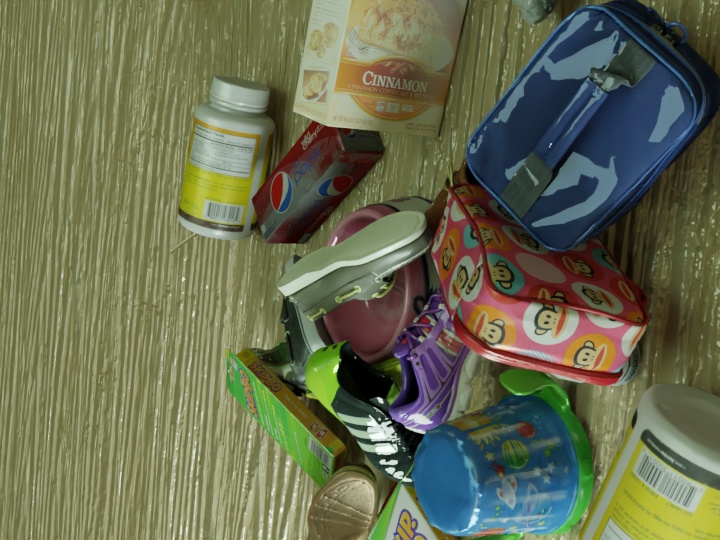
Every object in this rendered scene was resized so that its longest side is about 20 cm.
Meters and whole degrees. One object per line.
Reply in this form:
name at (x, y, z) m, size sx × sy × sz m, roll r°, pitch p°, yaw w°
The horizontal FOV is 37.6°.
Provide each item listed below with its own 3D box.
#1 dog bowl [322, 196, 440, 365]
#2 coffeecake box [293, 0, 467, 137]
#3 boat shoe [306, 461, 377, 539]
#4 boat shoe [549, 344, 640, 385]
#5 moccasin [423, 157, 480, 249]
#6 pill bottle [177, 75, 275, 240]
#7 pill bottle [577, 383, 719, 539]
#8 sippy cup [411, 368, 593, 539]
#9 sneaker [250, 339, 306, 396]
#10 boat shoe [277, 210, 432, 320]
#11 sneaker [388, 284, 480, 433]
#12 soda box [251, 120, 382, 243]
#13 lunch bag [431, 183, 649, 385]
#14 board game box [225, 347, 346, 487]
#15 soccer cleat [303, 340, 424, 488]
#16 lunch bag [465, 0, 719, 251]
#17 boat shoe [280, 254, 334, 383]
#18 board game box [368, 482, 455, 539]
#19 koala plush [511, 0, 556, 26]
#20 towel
dog bowl at (0.028, 0.018, 1.158) m, size 0.199 × 0.073 × 0.204 m, roll -2°, pitch 87°, yaw 53°
coffeecake box at (0.026, -0.250, 1.097) m, size 0.073 × 0.152 × 0.203 m, roll 29°, pitch 112°, yaw 49°
boat shoe at (-0.023, 0.278, 1.220) m, size 0.072 × 0.071 × 0.202 m, roll -72°, pitch -3°, yaw -51°
boat shoe at (0.165, 0.051, 0.979) m, size 0.199 × 0.065 × 0.075 m, roll 20°, pitch 105°, yaw 52°
moccasin at (0.120, -0.085, 1.022) m, size 0.201 × 0.077 × 0.075 m, roll -37°, pitch 59°, yaw 43°
pill bottle at (-0.176, -0.151, 1.405) m, size 0.109 × 0.108 × 0.203 m, roll 32°, pitch 114°, yaw 49°
pill bottle at (0.239, 0.203, 0.837) m, size 0.114 × 0.113 × 0.202 m, roll 43°, pitch 123°, yaw 45°
sippy cup at (0.123, 0.184, 0.975) m, size 0.139 × 0.129 × 0.181 m, roll -14°, pitch 81°, yaw 53°
sneaker at (-0.072, 0.106, 1.317) m, size 0.199 × 0.077 × 0.089 m, roll 6°, pitch 63°, yaw 55°
boat shoe at (0.001, -0.002, 1.085) m, size 0.200 × 0.072 × 0.061 m, roll -23°, pitch 112°, yaw 39°
sneaker at (0.075, 0.060, 1.013) m, size 0.081 × 0.082 × 0.203 m, roll -151°, pitch 73°, yaw -70°
soda box at (-0.055, -0.114, 1.280) m, size 0.200 × 0.063 × 0.071 m, roll -45°, pitch 56°, yaw 43°
lunch bag at (0.157, 0.008, 0.892) m, size 0.201 × 0.174 × 0.083 m, roll -100°, pitch 26°, yaw -60°
board game box at (-0.094, 0.178, 1.284) m, size 0.199 × 0.030 × 0.096 m, roll 39°, pitch 147°, yaw 23°
soccer cleat at (0.025, 0.153, 1.087) m, size 0.200 × 0.068 × 0.081 m, roll 45°, pitch 141°, yaw -12°
lunch bag at (0.191, -0.121, 0.849) m, size 0.136 × 0.132 × 0.201 m, roll 43°, pitch 122°, yaw 10°
boat shoe at (-0.069, 0.054, 1.248) m, size 0.056 × 0.069 × 0.201 m, roll -40°, pitch 33°, yaw 14°
board game box at (0.072, 0.316, 1.123) m, size 0.201 × 0.030 × 0.096 m, roll 56°, pitch 132°, yaw 41°
koala plush at (0.151, -0.343, 0.955) m, size 0.201 × 0.183 × 0.178 m, roll 51°, pitch 118°, yaw 14°
towel at (0.028, 0.119, 1.149) m, size 0.199 × 0.085 × 0.018 m, roll -24°, pitch 57°, yaw 50°
